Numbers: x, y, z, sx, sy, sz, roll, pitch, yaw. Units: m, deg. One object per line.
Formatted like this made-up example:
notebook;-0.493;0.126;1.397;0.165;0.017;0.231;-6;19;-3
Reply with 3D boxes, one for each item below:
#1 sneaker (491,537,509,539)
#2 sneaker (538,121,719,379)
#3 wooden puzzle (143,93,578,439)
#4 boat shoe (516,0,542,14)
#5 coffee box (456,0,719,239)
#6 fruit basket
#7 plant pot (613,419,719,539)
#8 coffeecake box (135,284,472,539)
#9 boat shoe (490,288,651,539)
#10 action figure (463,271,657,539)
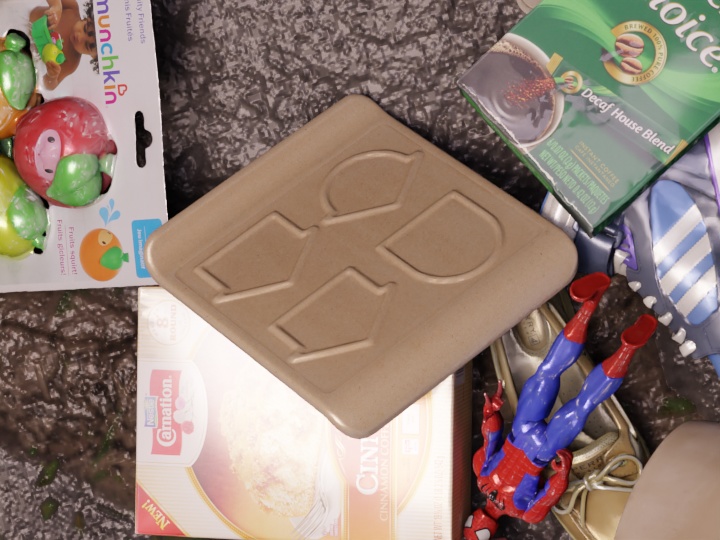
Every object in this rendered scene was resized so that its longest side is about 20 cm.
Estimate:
sneaker;0.077;0.251;1.582;0.076;0.115;0.201;33;136;43
sneaker;0.171;0.001;1.541;0.146;0.081;0.201;-9;94;18
wooden puzzle;0.000;0.000;1.525;0.185;0.046;0.200;-36;53;-21
boat shoe;0.165;-0.227;1.542;0.067;0.057;0.201;39;99;43
coffee box;0.166;-0.131;1.482;0.200;0.044;0.123;-41;81;0
fruit basket;-0.211;-0.078;1.592;0.199;0.094;0.187;-2;94;32
plant pot;0.246;0.173;1.493;0.173;0.200;0.201;24;99;27
coffeecake box;-0.034;0.086;1.589;0.199;0.073;0.155;1;93;12
boat shoe;0.124;0.088;1.561;0.073;0.063;0.202;-20;89;13
action figure;0.105;0.092;1.516;0.065;0.052;0.201;39;131;16
